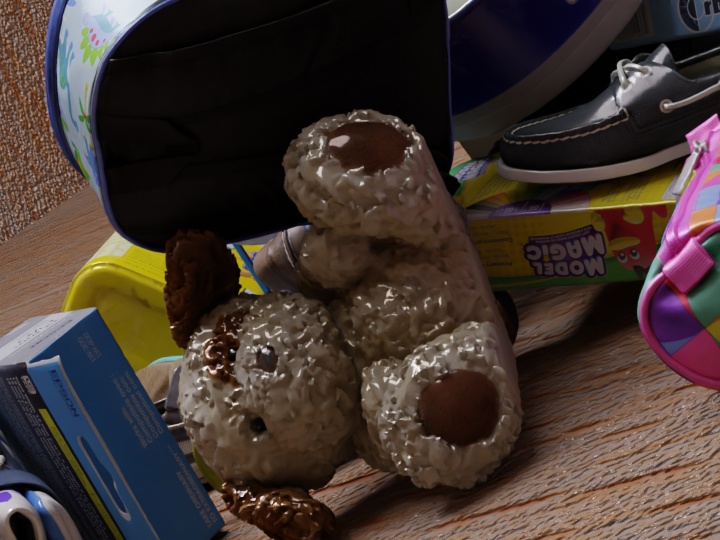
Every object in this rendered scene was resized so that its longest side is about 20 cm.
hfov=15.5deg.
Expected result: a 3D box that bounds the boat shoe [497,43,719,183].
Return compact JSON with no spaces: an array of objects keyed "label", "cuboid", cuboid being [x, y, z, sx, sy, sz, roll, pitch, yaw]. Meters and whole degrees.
[{"label":"boat shoe","cuboid":[0.166,-0.092,1.402,0.198,0.061,0.076,-13,19,-6]}]

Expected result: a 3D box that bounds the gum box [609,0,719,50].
[{"label":"gum box","cuboid":[0.264,-0.167,1.488,0.199,0.045,0.169,-14,5,-37]}]

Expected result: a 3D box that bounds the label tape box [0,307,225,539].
[{"label":"label tape box","cuboid":[-0.143,0.097,1.468,0.066,0.144,0.200,-34,10,-23]}]

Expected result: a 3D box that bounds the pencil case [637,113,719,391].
[{"label":"pencil case","cuboid":[0.177,-0.012,1.238,0.088,0.089,0.200,-27,11,17]}]

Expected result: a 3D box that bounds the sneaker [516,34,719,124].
[{"label":"sneaker","cuboid":[0.163,-0.166,1.593,0.199,0.105,0.060,-31,9,-4]}]

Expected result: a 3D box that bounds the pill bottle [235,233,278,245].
[{"label":"pill bottle","cuboid":[-0.055,-0.113,1.575,0.112,0.112,0.201,-25,35,30]}]

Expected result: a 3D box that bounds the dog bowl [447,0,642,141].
[{"label":"dog bowl","cuboid":[0.079,-0.176,1.507,0.200,0.079,0.201,-36,30,24]}]

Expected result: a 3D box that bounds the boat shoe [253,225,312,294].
[{"label":"boat shoe","cuboid":[0.000,0.000,1.545,0.072,0.073,0.200,-23,-24,19]}]

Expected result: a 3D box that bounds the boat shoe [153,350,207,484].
[{"label":"boat shoe","cuboid":[-0.091,0.084,1.595,0.199,0.074,0.075,-30,9,4]}]

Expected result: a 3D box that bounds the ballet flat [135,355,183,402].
[{"label":"ballet flat","cuboid":[-0.145,0.105,1.721,0.073,0.068,0.200,-57,19,-23]}]

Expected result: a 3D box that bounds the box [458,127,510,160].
[{"label":"box","cuboid":[0.090,-0.110,1.689,0.075,0.200,0.050,-29,41,12]}]

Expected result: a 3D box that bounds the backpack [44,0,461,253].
[{"label":"backpack","cuboid":[-0.064,-0.109,1.379,0.199,0.184,0.147,-18,40,-20]}]

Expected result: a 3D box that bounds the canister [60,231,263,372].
[{"label":"canister","cuboid":[-0.115,0.013,1.844,0.200,0.148,0.087,-58,-8,-67]}]

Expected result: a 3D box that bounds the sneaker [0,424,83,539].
[{"label":"sneaker","cuboid":[-0.205,0.111,1.421,0.080,0.201,0.146,-24,-1,-25]}]

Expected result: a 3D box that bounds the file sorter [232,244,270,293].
[{"label":"file sorter","cuboid":[-0.020,-0.018,1.730,0.122,0.139,0.200,-30,8,24]}]

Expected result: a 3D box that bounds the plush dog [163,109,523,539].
[{"label":"plush dog","cuboid":[-0.013,0.044,1.338,0.171,0.201,0.160,-22,-18,7]}]

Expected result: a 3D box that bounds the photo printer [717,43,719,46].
[{"label":"photo printer","cuboid":[0.198,-0.084,1.593,0.199,0.070,0.166,-29,9,8]}]

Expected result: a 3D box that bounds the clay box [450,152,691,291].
[{"label":"clay box","cuboid":[0.129,-0.032,1.428,0.199,0.048,0.115,-5,20,25]}]

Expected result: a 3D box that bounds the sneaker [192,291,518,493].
[{"label":"sneaker","cuboid":[-0.003,0.055,1.486,0.199,0.074,0.082,-27,7,13]}]
